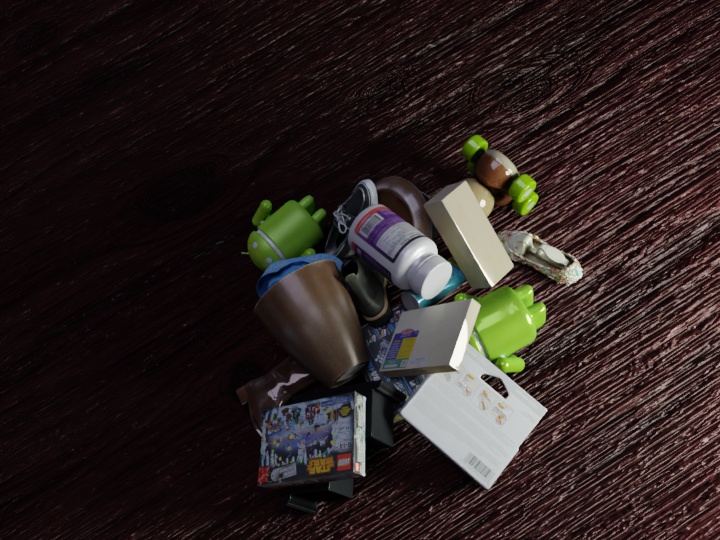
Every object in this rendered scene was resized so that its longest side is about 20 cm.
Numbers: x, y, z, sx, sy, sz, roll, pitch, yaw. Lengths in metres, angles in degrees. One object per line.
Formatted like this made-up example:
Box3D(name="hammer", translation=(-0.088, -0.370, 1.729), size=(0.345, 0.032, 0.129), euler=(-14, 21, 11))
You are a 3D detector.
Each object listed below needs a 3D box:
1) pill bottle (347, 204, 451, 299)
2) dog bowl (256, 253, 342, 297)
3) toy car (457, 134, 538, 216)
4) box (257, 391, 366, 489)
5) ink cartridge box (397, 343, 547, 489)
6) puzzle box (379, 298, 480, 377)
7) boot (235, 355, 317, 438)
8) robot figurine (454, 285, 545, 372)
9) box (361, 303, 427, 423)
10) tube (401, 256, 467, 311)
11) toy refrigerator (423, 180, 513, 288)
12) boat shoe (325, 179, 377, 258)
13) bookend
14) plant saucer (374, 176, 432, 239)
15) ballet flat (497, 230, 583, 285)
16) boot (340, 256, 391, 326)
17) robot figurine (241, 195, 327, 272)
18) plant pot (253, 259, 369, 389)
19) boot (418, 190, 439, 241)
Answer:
Box3D(name="pill bottle", translation=(0.078, -0.034, 1.356), size=(0.111, 0.112, 0.200), euler=(-43, 56, -11))
Box3D(name="dog bowl", translation=(-0.119, 0.021, 1.485), size=(0.199, 0.112, 0.050), euler=(-10, 40, 13))
Box3D(name="toy car", translation=(0.240, -0.145, 1.465), size=(0.200, 0.158, 0.164), euler=(-46, 68, 2))
Box3D(name="box", translation=(-0.084, 0.295, 1.214), size=(0.199, 0.040, 0.138), euler=(-17, 56, 27))
Box3D(name="ink cartridge box", translation=(0.195, 0.249, 1.235), size=(0.200, 0.044, 0.174), euler=(40, 80, 6))
Box3D(name="puzzle box", translation=(0.122, 0.124, 1.272), size=(0.200, 0.025, 0.134), euler=(-16, 44, 54))
Box3D(name="boot", translation=(-0.126, 0.244, 1.383), size=(0.199, 0.064, 0.187), euler=(-32, 58, -10))
Box3D(name="robot figurine", translation=(0.243, 0.107, 1.306), size=(0.199, 0.116, 0.176), euler=(-29, 61, -4))
Box3D(name="box", translation=(0.079, 0.175, 1.367), size=(0.158, 0.046, 0.201), euler=(-29, 56, -2))
Box3D(name="tube", translation=(0.168, 0.019, 1.418), size=(0.200, 0.051, 0.077), euler=(-33, 58, -32))
Box3D(name="toy refrigerator", translation=(0.211, -0.068, 1.383), size=(0.076, 0.201, 0.070), euler=(-39, 16, -26))
Box3D(name="boat shoe", translation=(-0.026, -0.105, 1.479), size=(0.068, 0.200, 0.074), euler=(-12, 56, -37))
Box3D(name="bookend", translation=(-0.026, 0.315, 1.250), size=(0.199, 0.092, 0.200), euler=(-16, 56, 29))
Box3D(name="plant saucer", translation=(0.063, -0.093, 1.461), size=(0.032, 0.201, 0.200), euler=(-14, 44, -42))
Box3D(name="ballet flat", translation=(0.353, -0.040, 1.405), size=(0.199, 0.064, 0.076), euler=(28, 71, 30))
Box3D(name="boot", translation=(0.000, 0.000, 1.418), size=(0.077, 0.139, 0.200), euler=(-31, 35, 5))
Box3D(name="robot figurine", translation=(-0.163, -0.073, 1.550), size=(0.200, 0.116, 0.176), euler=(-41, 80, -10))
Box3D(name="plant pot", translation=(-0.072, 0.116, 1.340), size=(0.186, 0.187, 0.201), euler=(-34, 72, -5))
Box3D(name="boot", translation=(0.098, -0.119, 1.484), size=(0.200, 0.132, 0.070), euler=(41, 43, 26))
